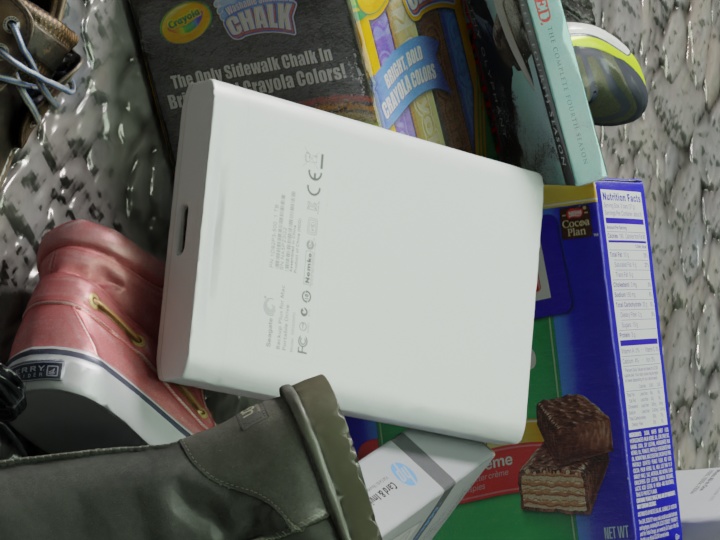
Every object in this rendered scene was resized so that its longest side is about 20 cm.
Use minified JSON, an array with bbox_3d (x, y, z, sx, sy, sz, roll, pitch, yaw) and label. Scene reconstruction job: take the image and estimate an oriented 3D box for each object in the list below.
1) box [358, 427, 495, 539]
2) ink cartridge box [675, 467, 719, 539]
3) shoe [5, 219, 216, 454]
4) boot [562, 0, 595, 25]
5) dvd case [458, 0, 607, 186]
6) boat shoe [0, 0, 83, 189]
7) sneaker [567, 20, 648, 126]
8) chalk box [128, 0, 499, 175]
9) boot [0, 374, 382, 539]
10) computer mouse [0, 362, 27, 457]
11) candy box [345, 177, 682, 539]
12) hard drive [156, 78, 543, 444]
[{"bbox_3d":[-0.030,0.154,1.146,0.041,0.156,0.200,41,26,13],"label":"box"},{"bbox_3d":[0.148,0.194,1.405,0.084,0.200,0.146,-33,111,-59],"label":"ink cartridge box"},{"bbox_3d":[-0.089,0.061,1.130,0.200,0.071,0.091,50,40,-47],"label":"shoe"},{"bbox_3d":[0.083,-0.228,1.521,0.158,0.079,0.212,22,74,-52],"label":"boot"},{"bbox_3d":[0.064,-0.115,1.283,0.200,0.022,0.146,-169,-117,-72],"label":"dvd case"},{"bbox_3d":[-0.157,-0.091,1.039,0.072,0.072,0.201,37,51,-53],"label":"boat shoe"},{"bbox_3d":[0.091,-0.100,1.461,0.200,0.074,0.081,6,60,-37],"label":"sneaker"},{"bbox_3d":[-0.025,-0.112,1.241,0.124,0.124,0.201,-34,114,-59],"label":"chalk box"},{"bbox_3d":[-0.085,0.143,0.981,0.073,0.200,0.182,180,-110,-81],"label":"boot"},{"bbox_3d":[-0.135,0.073,1.050,0.200,0.058,0.034,55,40,-42],"label":"computer mouse"},{"bbox_3d":[0.072,0.058,1.331,0.077,0.169,0.201,2,80,-64],"label":"candy box"},{"bbox_3d":[0.000,0.000,1.140,0.200,0.026,0.132,14,77,-39],"label":"hard drive"}]
